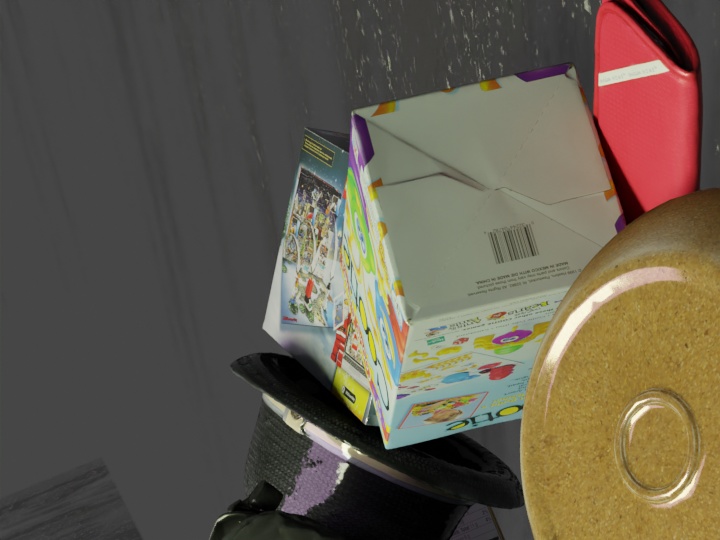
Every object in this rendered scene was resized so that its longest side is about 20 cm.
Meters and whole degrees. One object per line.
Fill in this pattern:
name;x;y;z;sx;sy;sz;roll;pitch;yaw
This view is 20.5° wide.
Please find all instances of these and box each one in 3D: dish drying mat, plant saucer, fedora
dish drying mat;0.121;-0.035;0.860;0.200;0.018;0.077;85;158;-48
plant saucer;0.122;0.066;0.751;0.200;0.035;0.200;-9;79;51
fedora;-0.003;0.127;1.214;0.092;0.201;0.201;-66;25;6

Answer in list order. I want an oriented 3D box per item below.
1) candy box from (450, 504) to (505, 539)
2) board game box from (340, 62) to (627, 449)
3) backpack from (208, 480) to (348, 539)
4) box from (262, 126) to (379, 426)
candy box;0.069;0.212;1.344;0.115;0.055;0.200;135;113;-75
board game box;0.053;0.000;0.938;0.200;0.105;0.103;97;159;-69
backpack;-0.037;0.229;1.126;0.127;0.167;0.200;25;167;16
box;0.000;0.000;1.204;0.200;0.038;0.137;-143;64;-65
